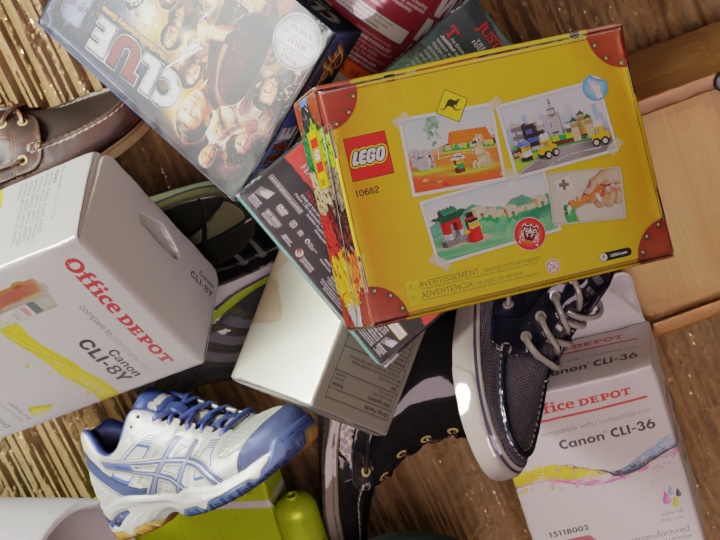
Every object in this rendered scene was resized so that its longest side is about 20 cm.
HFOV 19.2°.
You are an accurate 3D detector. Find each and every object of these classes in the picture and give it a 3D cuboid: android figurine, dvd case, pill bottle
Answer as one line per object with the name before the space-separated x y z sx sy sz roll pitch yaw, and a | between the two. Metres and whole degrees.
android figurine | -0.109 0.184 1.534 0.182 0.041 0.200 -1 121 21
dvd case | 0.041 -0.057 1.362 0.200 0.022 0.146 -41 98 -5
pill bottle | 0.032 -0.213 1.391 0.110 0.110 0.200 34 105 -12

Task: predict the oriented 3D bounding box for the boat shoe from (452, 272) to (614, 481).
boat shoe | 0.115 0.034 1.379 0.093 0.200 0.075 -16 149 27

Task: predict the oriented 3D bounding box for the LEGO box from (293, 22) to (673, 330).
LEGO box | 0.076 -0.057 1.313 0.200 0.077 0.149 -13 89 -11

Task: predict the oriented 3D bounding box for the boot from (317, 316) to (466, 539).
boot | 0.045 0.116 1.528 0.150 0.073 0.200 -1 104 -1

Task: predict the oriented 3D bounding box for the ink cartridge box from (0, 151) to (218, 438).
ink cartridge box | -0.218 0.022 1.428 0.200 0.083 0.145 -21 132 25

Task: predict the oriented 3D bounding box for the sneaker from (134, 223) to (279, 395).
sneaker | -0.088 0.026 1.501 0.200 0.074 0.081 -33 125 10

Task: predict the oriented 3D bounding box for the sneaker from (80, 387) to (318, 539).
sneaker | -0.117 0.116 1.423 0.200 0.075 0.088 -25 93 38

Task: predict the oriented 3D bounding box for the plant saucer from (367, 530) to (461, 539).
plant saucer | -0.007 0.249 1.537 0.200 0.200 0.036 -45 61 13

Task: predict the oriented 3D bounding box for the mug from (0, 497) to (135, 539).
mug | -0.267 0.238 1.502 0.153 0.187 0.150 7 139 28

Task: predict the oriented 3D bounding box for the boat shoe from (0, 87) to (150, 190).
boat shoe | -0.238 -0.078 1.452 0.200 0.070 0.070 -29 111 8

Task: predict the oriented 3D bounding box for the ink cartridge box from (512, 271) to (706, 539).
ink cartridge box | 0.157 0.110 1.454 0.116 0.068 0.200 -15 115 11

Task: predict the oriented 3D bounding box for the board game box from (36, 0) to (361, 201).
board game box | -0.109 -0.158 1.383 0.200 0.035 0.136 41 116 21

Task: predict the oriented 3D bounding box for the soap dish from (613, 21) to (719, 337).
soap dish | 0.215 -0.053 1.465 0.157 0.081 0.200 -19 108 6

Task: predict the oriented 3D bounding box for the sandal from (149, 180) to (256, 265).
sandal | -0.167 -0.026 1.479 0.201 0.057 0.080 -12 134 10

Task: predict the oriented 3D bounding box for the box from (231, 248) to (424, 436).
box | 0.000 0.000 1.426 0.095 0.078 0.200 29 81 -51
